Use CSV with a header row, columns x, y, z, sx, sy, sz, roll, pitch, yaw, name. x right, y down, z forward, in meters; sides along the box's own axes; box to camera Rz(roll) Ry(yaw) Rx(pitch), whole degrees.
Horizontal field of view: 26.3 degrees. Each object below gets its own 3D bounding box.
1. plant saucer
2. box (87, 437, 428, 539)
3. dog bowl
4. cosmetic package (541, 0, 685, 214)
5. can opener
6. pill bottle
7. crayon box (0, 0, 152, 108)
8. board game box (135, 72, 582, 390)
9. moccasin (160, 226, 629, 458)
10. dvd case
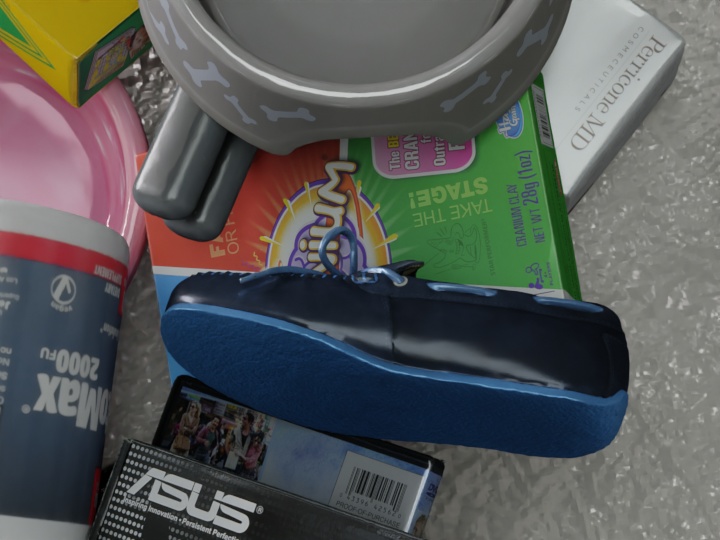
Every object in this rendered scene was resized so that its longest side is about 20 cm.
x,y,z,sx,sy,sz,roll,pitch,yaw,name
-0.202,-0.036,0.786,0.199,0.051,0.202,0,80,2,plant saucer
-0.043,0.187,0.624,0.199,0.047,0.194,15,82,29,box
-0.002,-0.147,0.662,0.198,0.059,0.202,0,78,0,dog bowl
0.054,-0.127,0.775,0.200,0.074,0.102,37,85,10,cosmetic package
-0.057,-0.112,0.718,0.066,0.053,0.201,10,75,31,can opener
-0.172,0.076,0.678,0.119,0.120,0.202,5,80,4,pill bottle
-0.132,-0.208,0.781,0.172,0.058,0.200,41,68,10,crayon box
0.000,0.000,0.727,0.199,0.040,0.154,-12,85,19,board game box
0.016,0.032,0.664,0.199,0.081,0.069,13,53,4,moccasin
-0.057,0.158,0.678,0.142,0.018,0.201,15,80,30,dvd case
